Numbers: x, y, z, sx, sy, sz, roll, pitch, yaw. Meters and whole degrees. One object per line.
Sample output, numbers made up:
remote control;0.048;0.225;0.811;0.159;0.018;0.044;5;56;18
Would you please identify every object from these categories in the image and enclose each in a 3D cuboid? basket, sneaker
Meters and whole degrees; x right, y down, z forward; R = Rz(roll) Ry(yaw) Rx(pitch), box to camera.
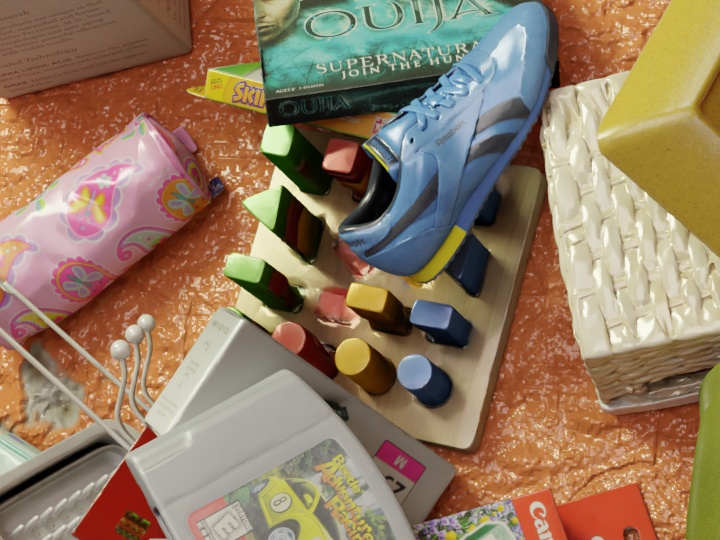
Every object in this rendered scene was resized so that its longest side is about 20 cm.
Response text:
basket;0.193;-0.025;1.359;0.134;0.123;0.202;-13;69;15
sneaker;0.055;-0.090;1.354;0.201;0.078;0.066;-60;27;6

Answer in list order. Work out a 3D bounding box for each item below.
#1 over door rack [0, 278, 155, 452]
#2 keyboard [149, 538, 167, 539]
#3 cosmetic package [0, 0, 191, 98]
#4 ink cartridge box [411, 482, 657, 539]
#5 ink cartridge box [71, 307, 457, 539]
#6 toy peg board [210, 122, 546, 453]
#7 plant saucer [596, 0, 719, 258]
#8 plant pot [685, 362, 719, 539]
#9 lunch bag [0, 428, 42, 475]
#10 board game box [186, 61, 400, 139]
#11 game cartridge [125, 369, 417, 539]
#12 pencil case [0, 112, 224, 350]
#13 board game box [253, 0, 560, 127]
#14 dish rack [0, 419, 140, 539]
over door rack;-0.188;0.052;1.421;0.199;0.148;0.067;31;95;-2
keyboard;-0.046;0.197;1.369;0.198;0.057;0.011;2;32;-12
cosmetic package;-0.239;-0.249;1.541;0.164;0.200;0.166;-12;70;16
ink cartridge box;0.102;0.200;1.327;0.198;0.050;0.110;-15;68;-9
ink cartridge box;-0.060;0.148;1.364;0.174;0.200;0.043;-56;29;-5
toy peg board;0.000;0.000;1.436;0.198;0.098;0.202;11;79;23
plant saucer;0.263;-0.089;1.295;0.200;0.048;0.201;40;55;-11
plant pot;0.276;0.148;1.253;0.199;0.201;0.194;-12;60;16
lunch bag;-0.272;0.216;1.481;0.160;0.077;0.201;27;86;21
board game box;-0.016;-0.117;1.478;0.198;0.095;0.030;13;104;24
game cartridge;-0.038;0.167;1.276;0.132;0.041;0.201;-27;79;-18
pencil case;-0.200;-0.030;1.529;0.200;0.087;0.088;-38;65;5
board game box;0.028;-0.162;1.450;0.198;0.028;0.136;-8;42;-1
dish rack;-0.161;0.209;1.390;0.043;0.171;0.201;-39;83;38
